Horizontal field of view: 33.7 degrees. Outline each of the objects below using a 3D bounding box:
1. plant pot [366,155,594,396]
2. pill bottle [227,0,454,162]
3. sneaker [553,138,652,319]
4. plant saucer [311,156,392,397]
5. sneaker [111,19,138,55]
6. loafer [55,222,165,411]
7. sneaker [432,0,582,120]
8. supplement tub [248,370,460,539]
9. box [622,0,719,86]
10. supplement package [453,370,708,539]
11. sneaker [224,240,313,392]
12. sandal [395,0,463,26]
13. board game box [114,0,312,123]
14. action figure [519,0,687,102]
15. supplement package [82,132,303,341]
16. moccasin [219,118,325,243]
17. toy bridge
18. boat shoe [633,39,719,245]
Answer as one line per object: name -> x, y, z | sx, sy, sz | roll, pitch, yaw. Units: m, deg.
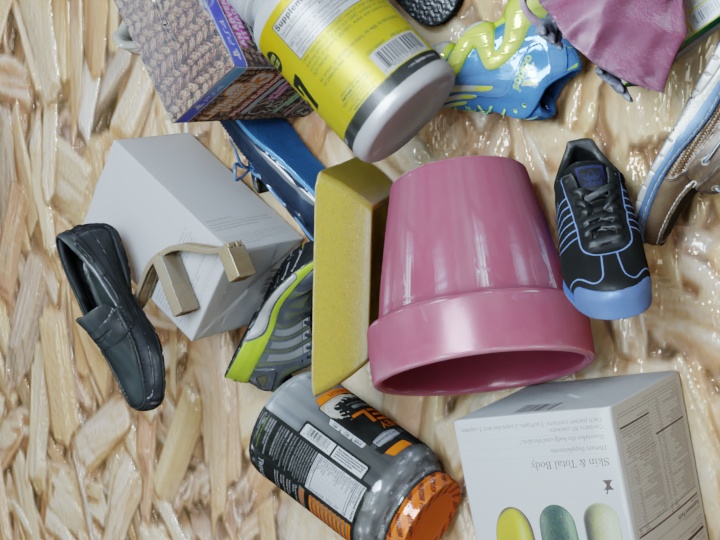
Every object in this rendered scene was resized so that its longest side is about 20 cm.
plant pot -> 0.097, 0.005, 1.051 | 0.198, 0.199, 0.181 | -18, 72, 37
pill bottle -> -0.021, -0.202, 1.039 | 0.200, 0.114, 0.115 | 48, 122, 12
sneaker -> 0.190, -0.038, 0.964 | 0.069, 0.201, 0.079 | -11, 118, 5
plant saucer -> 0.000, 0.000, 1.127 | 0.048, 0.200, 0.203 | 3, 100, 10
sneaker -> -0.191, -0.308, 1.267 | 0.075, 0.090, 0.201 | 47, 122, 21
loafer -> -0.256, 0.050, 1.204 | 0.068, 0.070, 0.203 | -27, 82, 41
sneaker -> 0.114, -0.166, 1.072 | 0.199, 0.075, 0.106 | -32, 79, 35
supplement tub -> -0.005, 0.198, 1.189 | 0.199, 0.122, 0.124 | 32, 115, 28
box -> 0.220, -0.269, 0.995 | 0.117, 0.048, 0.202 | -34, 79, 35
supplement package -> 0.196, 0.205, 1.021 | 0.150, 0.150, 0.203 | -10, 91, 36
sneaker -> -0.069, 0.052, 1.246 | 0.080, 0.074, 0.201 | 27, 126, -7
sandal -> 0.023, -0.316, 1.138 | 0.075, 0.048, 0.201 | -40, 86, 27
board game box -> -0.119, -0.238, 1.156 | 0.096, 0.199, 0.161 | -34, 77, 35
action figure -> 0.237, -0.237, 0.921 | 0.201, 0.133, 0.149 | -55, 23, 15
supplement package -> -0.184, -0.042, 1.284 | 0.200, 0.119, 0.122 | 42, 122, 23
moccasin -> -0.092, -0.103, 1.233 | 0.200, 0.080, 0.068 | 50, 127, 20
toy bridge -> -0.187, 0.012, 1.203 | 0.199, 0.027, 0.068 | -29, 80, 39
boat shoe -> 0.285, -0.097, 0.958 | 0.072, 0.072, 0.202 | 31, 120, 17
